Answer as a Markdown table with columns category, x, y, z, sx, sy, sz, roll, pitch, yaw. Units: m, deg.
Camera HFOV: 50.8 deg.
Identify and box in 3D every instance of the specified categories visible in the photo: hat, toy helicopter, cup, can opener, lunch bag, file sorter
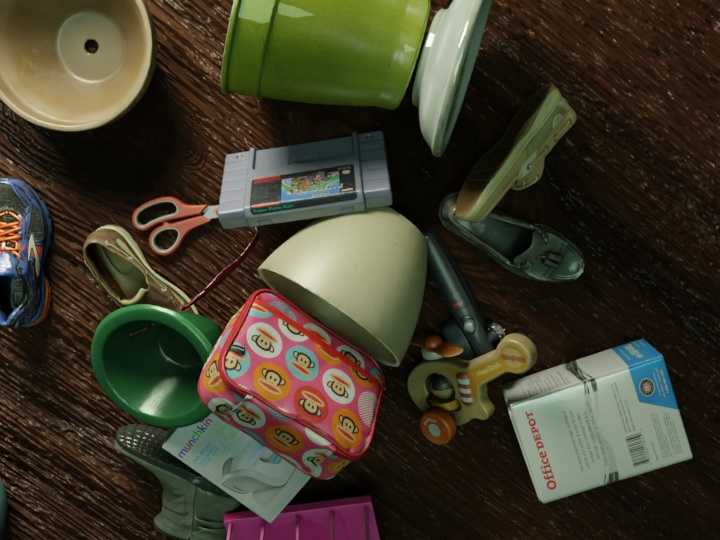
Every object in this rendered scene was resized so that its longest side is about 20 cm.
| category | x | y | z | sx | sy | sz | roll | pitch | yaw |
| --- | --- | --- | --- | --- | --- | --- | --- | --- | --- |
| hat | -0.208 | 0.078 | 0.958 | 0.200 | 0.176 | 0.166 | -18 | 107 | 24 |
| toy helicopter | 0.132 | 0.122 | 0.938 | 0.200 | 0.079 | 0.132 | -36 | 86 | 43 |
| cup | 0.000 | 0.000 | 0.904 | 0.200 | 0.200 | 0.143 | 36 | 78 | -6 |
| can opener | 0.124 | 0.040 | 0.959 | 0.079 | 0.063 | 0.200 | -24 | 102 | 7 |
| lunch bag | -0.070 | 0.119 | 0.863 | 0.200 | 0.176 | 0.082 | 35 | 128 | -14 |
| file sorter | -0.072 | 0.402 | 0.997 | 0.200 | 0.125 | 0.139 | -8 | 124 | 3 |

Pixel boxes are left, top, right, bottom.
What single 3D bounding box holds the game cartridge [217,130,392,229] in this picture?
| category | x | y | z | sx | sy | sz | roll | pitch | yaw |
| --- | --- | --- | --- | --- | --- | --- | --- | --- | --- |
| game cartridge | -0.065 | -0.109 | 0.899 | 0.200 | 0.130 | 0.038 | -8 | 127 | 3 |

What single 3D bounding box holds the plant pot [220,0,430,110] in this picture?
| category | x | y | z | sx | sy | sz | roll | pitch | yaw |
| --- | --- | --- | --- | --- | --- | --- | --- | --- | --- |
| plant pot | -0.032 | -0.264 | 0.831 | 0.193 | 0.200 | 0.201 | 16 | 103 | -7 |

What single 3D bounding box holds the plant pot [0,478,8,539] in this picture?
| category | x | y | z | sx | sy | sz | roll | pitch | yaw |
| --- | --- | --- | --- | --- | --- | --- | --- | --- | --- |
| plant pot | -0.555 | 0.317 | 1.005 | 0.200 | 0.135 | 0.200 | 0 | 103 | 1 |

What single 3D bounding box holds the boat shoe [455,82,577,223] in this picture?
| category | x | y | z | sx | sy | sz | roll | pitch | yaw |
| --- | --- | --- | --- | --- | --- | --- | --- | --- | --- |
| boat shoe | 0.188 | -0.128 | 0.895 | 0.065 | 0.071 | 0.200 | 40 | 80 | -18 |

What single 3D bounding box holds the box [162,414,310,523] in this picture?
| category | x | y | z | sx | sy | sz | roll | pitch | yaw |
| --- | --- | --- | --- | --- | --- | --- | --- | --- | --- |
| box | -0.121 | 0.187 | 0.985 | 0.176 | 0.097 | 0.200 | 39 | 101 | -9 |

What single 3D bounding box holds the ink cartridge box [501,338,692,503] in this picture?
| category | x | y | z | sx | sy | sz | roll | pitch | yaw |
| --- | --- | --- | --- | --- | --- | --- | --- | --- | --- |
| ink cartridge box | 0.299 | 0.193 | 0.979 | 0.200 | 0.084 | 0.146 | -18 | 101 | 6 |

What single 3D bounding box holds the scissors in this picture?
| category | x | y | z | sx | sy | sz | roll | pitch | yaw |
| --- | --- | --- | --- | --- | --- | --- | --- | --- | --- |
| scissors | -0.193 | -0.079 | 0.965 | 0.200 | 0.014 | 0.073 | -21 | 100 | 8 |

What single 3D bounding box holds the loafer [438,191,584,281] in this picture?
| category | x | y | z | sx | sy | sz | roll | pitch | yaw |
| --- | --- | --- | --- | --- | --- | --- | --- | --- | --- |
| loafer | 0.189 | -0.033 | 0.941 | 0.200 | 0.063 | 0.072 | 25 | 102 | -4 |

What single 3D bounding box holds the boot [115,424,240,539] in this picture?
| category | x | y | z | sx | sy | sz | roll | pitch | yaw |
| --- | --- | --- | --- | --- | --- | --- | --- | --- | --- |
| boot | -0.258 | 0.303 | 1.032 | 0.200 | 0.068 | 0.131 | 26 | 108 | -3 |

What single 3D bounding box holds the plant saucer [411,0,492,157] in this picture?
| category | x | y | z | sx | sy | sz | roll | pitch | yaw |
| --- | --- | --- | --- | --- | --- | --- | --- | --- | --- |
| plant saucer | 0.095 | -0.227 | 0.833 | 0.050 | 0.200 | 0.200 | 19 | 103 | 7 |

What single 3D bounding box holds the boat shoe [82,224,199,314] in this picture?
| category | x | y | z | sx | sy | sz | roll | pitch | yaw |
| --- | --- | --- | --- | --- | --- | --- | --- | --- | --- |
| boat shoe | -0.279 | 0.035 | 0.963 | 0.075 | 0.075 | 0.202 | -40 | 99 | 10 |

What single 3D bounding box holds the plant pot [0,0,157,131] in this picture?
| category | x | y | z | sx | sy | sz | roll | pitch | yaw |
| --- | --- | --- | --- | --- | --- | --- | --- | --- | --- |
| plant pot | -0.331 | -0.265 | 0.887 | 0.201 | 0.093 | 0.201 | 0 | 103 | 1 |

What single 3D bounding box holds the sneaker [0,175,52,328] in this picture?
| category | x | y | z | sx | sy | sz | roll | pitch | yaw |
| --- | --- | --- | --- | --- | --- | --- | --- | --- | --- |
| sneaker | -0.434 | -0.019 | 0.953 | 0.075 | 0.078 | 0.200 | -2 | 103 | 1 |
